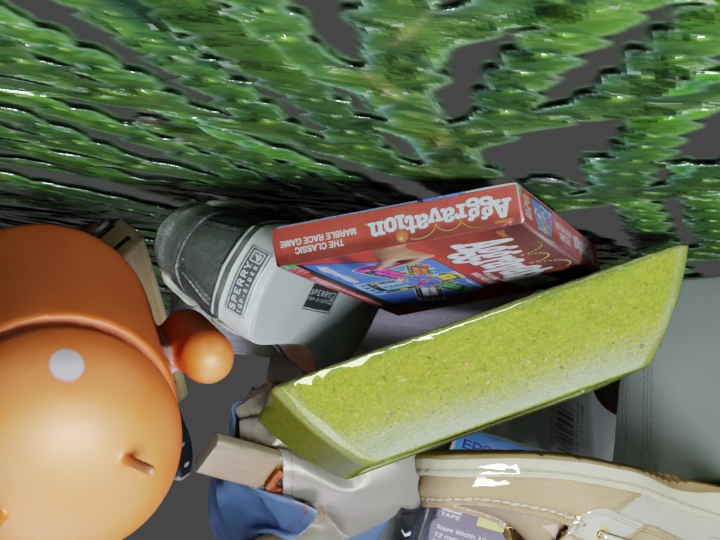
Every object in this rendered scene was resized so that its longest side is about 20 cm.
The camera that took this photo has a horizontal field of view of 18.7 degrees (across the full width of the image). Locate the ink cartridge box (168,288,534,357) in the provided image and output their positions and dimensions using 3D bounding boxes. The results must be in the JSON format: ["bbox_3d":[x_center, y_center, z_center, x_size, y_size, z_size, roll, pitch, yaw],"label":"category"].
[{"bbox_3d":[0.000,0.000,1.161,0.162,0.057,0.200,7,154,-18],"label":"ink cartridge box"}]

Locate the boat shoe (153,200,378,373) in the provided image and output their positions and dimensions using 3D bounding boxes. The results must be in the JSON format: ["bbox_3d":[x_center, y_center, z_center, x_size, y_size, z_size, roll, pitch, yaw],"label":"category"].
[{"bbox_3d":[-0.038,0.001,1.015,0.064,0.071,0.200,28,178,17],"label":"boat shoe"}]

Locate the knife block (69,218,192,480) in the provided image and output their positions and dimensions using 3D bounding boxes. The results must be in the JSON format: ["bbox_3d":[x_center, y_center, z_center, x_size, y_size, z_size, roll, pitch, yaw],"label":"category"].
[{"bbox_3d":[-0.135,0.061,1.212,0.176,0.064,0.200,52,157,-16],"label":"knife block"}]

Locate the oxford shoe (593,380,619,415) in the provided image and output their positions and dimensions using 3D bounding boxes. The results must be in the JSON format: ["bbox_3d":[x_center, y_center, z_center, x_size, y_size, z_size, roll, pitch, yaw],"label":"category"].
[{"bbox_3d":[0.238,0.043,1.288,0.200,0.071,0.075,0,-156,11],"label":"oxford shoe"}]

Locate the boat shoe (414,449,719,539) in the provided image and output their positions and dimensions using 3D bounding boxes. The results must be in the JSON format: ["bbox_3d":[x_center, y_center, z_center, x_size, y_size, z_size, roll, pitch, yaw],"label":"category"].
[{"bbox_3d":[0.113,0.127,1.052,0.200,0.069,0.074,13,172,-27],"label":"boat shoe"}]

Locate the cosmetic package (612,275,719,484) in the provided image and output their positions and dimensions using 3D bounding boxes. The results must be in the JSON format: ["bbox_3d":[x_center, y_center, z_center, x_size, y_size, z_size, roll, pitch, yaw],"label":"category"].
[{"bbox_3d":[0.213,0.059,1.125,0.081,0.113,0.200,8,176,-23],"label":"cosmetic package"}]

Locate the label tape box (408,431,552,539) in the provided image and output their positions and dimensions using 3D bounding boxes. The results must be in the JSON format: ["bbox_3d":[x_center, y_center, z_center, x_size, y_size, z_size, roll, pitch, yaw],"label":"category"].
[{"bbox_3d":[0.101,0.160,1.230,0.143,0.200,0.066,15,-143,0],"label":"label tape box"}]

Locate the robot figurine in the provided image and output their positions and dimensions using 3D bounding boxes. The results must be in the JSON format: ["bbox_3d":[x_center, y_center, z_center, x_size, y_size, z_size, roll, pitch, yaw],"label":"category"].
[{"bbox_3d":[-0.142,0.053,0.995,0.144,0.117,0.200,16,-157,-21],"label":"robot figurine"}]

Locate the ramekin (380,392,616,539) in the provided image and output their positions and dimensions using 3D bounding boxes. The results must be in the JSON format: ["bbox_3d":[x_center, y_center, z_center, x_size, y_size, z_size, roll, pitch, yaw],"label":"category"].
[{"bbox_3d":[0.089,0.109,1.356,0.098,0.201,0.200,-8,168,32],"label":"ramekin"}]

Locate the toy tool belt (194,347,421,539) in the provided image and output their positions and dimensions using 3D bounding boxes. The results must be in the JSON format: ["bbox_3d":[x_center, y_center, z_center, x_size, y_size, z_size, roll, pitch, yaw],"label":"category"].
[{"bbox_3d":[-0.047,0.133,1.245,0.123,0.125,0.200,-17,149,-23],"label":"toy tool belt"}]

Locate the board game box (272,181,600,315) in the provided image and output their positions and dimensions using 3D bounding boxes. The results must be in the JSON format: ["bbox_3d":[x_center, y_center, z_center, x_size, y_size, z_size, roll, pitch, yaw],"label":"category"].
[{"bbox_3d":[0.040,-0.006,0.959,0.103,0.019,0.200,-12,170,14],"label":"board game box"}]

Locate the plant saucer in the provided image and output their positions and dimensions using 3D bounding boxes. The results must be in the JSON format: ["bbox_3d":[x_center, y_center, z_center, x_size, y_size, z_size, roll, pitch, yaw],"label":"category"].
[{"bbox_3d":[0.054,0.053,1.058,0.200,0.048,0.200,-19,174,-7],"label":"plant saucer"}]
